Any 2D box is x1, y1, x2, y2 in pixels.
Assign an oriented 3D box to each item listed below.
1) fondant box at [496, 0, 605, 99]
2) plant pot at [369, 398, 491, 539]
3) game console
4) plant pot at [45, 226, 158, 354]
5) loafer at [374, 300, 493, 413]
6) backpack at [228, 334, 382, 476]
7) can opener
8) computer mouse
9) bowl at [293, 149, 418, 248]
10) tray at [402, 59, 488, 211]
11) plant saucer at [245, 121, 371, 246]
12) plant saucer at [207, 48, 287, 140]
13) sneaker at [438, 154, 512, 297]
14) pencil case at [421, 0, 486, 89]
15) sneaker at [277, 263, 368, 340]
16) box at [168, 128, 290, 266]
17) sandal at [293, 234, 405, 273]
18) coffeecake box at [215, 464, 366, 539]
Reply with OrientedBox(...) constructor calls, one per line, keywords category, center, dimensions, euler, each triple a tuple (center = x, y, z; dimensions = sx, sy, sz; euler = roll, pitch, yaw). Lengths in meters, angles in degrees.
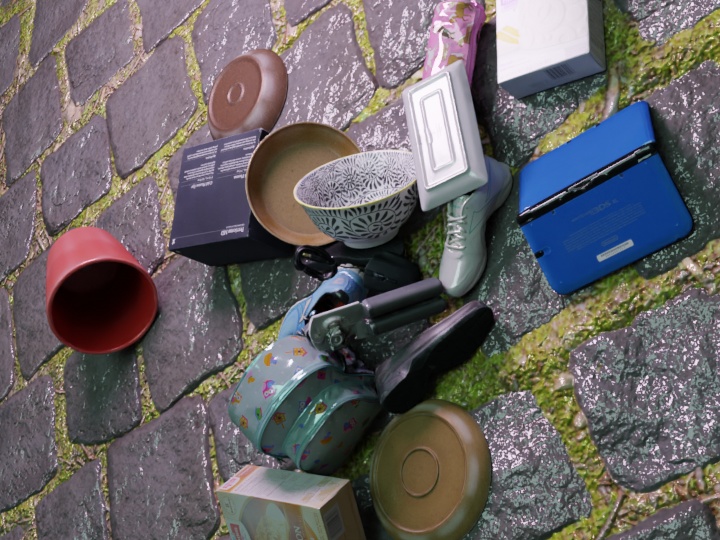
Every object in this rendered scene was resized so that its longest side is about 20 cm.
OrientedBox(category="fondant box", center=(0.262, -0.358, 1.372), dimensions=(0.142, 0.058, 0.204), euler=(-13, 65, 37))
OrientedBox(category="plant pot", center=(0.084, 0.272, 1.318), dimensions=(0.197, 0.027, 0.204), euler=(-15, 66, 36))
OrientedBox(category="game console", center=(0.310, -0.093, 1.264), dimensions=(0.198, 0.118, 0.173), euler=(-29, 89, 29))
OrientedBox(category="plant pot", center=(-0.485, 0.024, 1.791), dimensions=(0.202, 0.199, 0.177), euler=(-55, 39, 10))
OrientedBox(category="loafer", center=(0.093, 0.104, 1.339), dimensions=(0.199, 0.073, 0.073), euler=(-40, 42, 10))
OrientedBox(category="backpack", center=(-0.077, 0.187, 1.368), dimensions=(0.177, 0.199, 0.153), euler=(-53, 50, 11))
OrientedBox(category="can opener", center=(0.017, 0.055, 1.347), dimensions=(0.197, 0.054, 0.067), euler=(-18, 23, -13))
OrientedBox(category="computer mouse", center=(0.000, 0.000, 1.379), dimensions=(0.034, 0.196, 0.060), euler=(-128, 51, -59))
OrientedBox(category="bowl", center=(0.006, -0.095, 1.448), dimensions=(0.199, 0.200, 0.096), euler=(13, 128, 42))
OrientedBox(category="tray", center=(0.110, -0.191, 1.358), dimensions=(0.106, 0.022, 0.204), euler=(-24, 61, 29))
OrientedBox(category="plant saucer", center=(-0.081, -0.131, 1.536), dimensions=(0.196, 0.035, 0.205), euler=(1, 76, -5))
OrientedBox(category="plant saucer", center=(-0.215, -0.313, 1.775), dimensions=(0.198, 0.036, 0.204), euler=(-16, 65, 37))
OrientedBox(category="sneaker", center=(0.142, -0.065, 1.355), dimensions=(0.070, 0.080, 0.204), euler=(15, 86, 40))
OrientedBox(category="pencil case", center=(0.134, -0.297, 1.443), dimensions=(0.085, 0.083, 0.204), euler=(7, 76, 7))
OrientedBox(category="sneaker", center=(-0.070, 0.076, 1.449), dimensions=(0.078, 0.090, 0.201), euler=(39, 120, -1))
OrientedBox(category="box", center=(-0.210, -0.117, 1.643), dimensions=(0.197, 0.103, 0.186), euler=(-6, 70, 40))
OrientedBox(category="sandal", center=(-0.012, -0.017, 1.483), dimensions=(0.197, 0.046, 0.075), euler=(-6, 30, 35))
OrientedBox(category="coffeecake box", center=(-0.090, 0.362, 1.352), dimensions=(0.197, 0.073, 0.156), euler=(-2, 111, 40))
